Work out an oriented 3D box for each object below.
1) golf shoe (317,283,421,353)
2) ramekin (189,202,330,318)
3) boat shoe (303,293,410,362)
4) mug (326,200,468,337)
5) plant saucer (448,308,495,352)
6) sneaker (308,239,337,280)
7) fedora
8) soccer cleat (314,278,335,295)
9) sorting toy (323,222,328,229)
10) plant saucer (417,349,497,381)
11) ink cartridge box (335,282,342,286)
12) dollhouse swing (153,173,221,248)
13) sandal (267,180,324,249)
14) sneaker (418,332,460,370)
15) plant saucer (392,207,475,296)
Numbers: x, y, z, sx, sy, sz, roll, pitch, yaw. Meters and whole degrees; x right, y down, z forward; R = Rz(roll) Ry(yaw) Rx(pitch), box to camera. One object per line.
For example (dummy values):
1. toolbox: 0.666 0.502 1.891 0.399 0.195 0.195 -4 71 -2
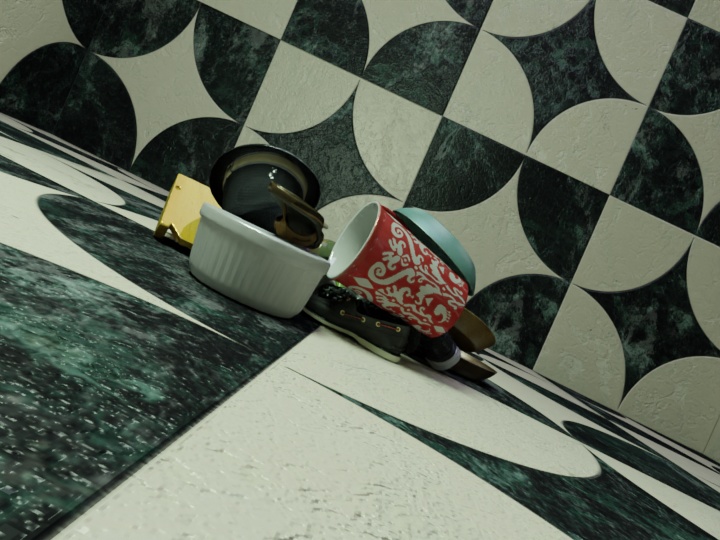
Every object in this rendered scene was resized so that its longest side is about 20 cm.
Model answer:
1. golf shoe: 0.018 0.078 0.965 0.197 0.079 0.094 27 1 12
2. ramekin: -0.147 -0.010 0.776 0.199 0.096 0.202 26 1 -1
3. boat shoe: -0.014 0.073 0.878 0.198 0.064 0.073 25 3 18
4. mug: 0.070 -0.012 0.867 0.198 0.180 0.133 34 -26 -19
5. plant saucer: 0.176 0.112 1.120 0.197 0.036 0.201 31 -17 11
6. sneaker: 0.000 0.000 0.974 0.088 0.069 0.199 1 -23 36
7. fedora: -0.161 -0.107 0.896 0.195 0.093 0.202 5 -34 4
8. soccer cleat: -0.099 0.015 0.963 0.085 0.069 0.199 43 3 40
9. sorting toy: -0.190 -0.093 1.130 0.196 0.037 0.184 -16 -27 25
10. plant saucer: 0.187 0.181 1.153 0.197 0.037 0.200 25 0 0
11. ink cartridge box: -0.028 0.061 1.169 0.145 0.077 0.199 24 -33 -23
12. dollhouse swing: -0.282 -0.045 1.024 0.197 0.176 0.185 25 42 -23
13. sandal: -0.097 -0.064 0.802 0.081 0.055 0.200 31 -13 6
14. sneaker: 0.110 0.097 1.033 0.200 0.075 0.116 34 -28 62
15. plant saucer: 0.134 -0.041 0.953 0.200 0.036 0.200 47 -2 2
